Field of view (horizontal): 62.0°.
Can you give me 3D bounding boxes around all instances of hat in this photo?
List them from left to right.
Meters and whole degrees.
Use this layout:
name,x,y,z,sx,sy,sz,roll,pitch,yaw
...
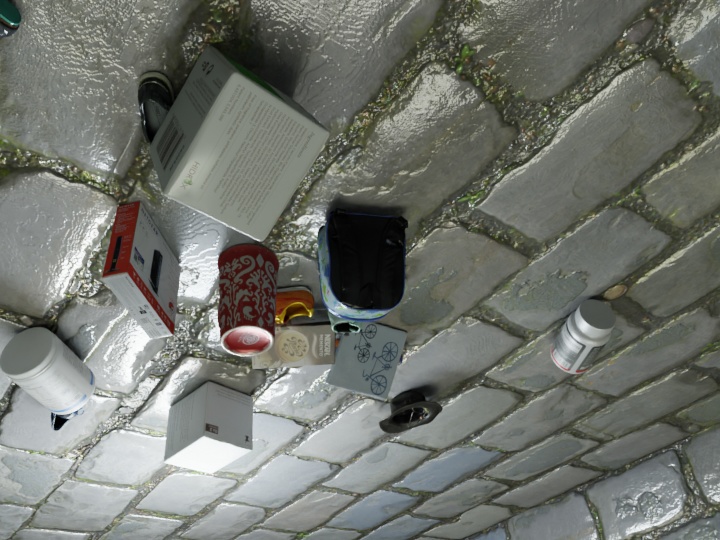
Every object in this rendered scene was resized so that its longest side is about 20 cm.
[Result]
name,x,y,z,sx,sy,sz,roll,pitch,yaw
hat,0.144,0.416,1.819,0.198,0.081,0.201,-11,145,-8

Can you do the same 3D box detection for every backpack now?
name,x,y,z,sx,sy,sz,roll,pitch,yaw
backpack,0.000,0.000,1.209,0.181,0.202,0.147,5,158,-18

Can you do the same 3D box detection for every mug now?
name,x,y,z,sx,sy,sz,roll,pitch,yaw
mug,-0.236,0.078,1.259,0.132,0.201,0.178,1,139,-12

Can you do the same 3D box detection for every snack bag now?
name,x,y,z,sx,sy,sz,roll,pitch,yaw
snack bag,0.015,0.225,1.526,0.199,0.190,0.021,19,178,-29

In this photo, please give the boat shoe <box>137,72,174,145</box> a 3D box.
name,x,y,z,sx,sy,sz,roll,pitch,yaw
boat shoe,-0.322,-0.223,0.994,0.074,0.067,0.200,-3,140,-8

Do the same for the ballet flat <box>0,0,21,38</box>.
name,x,y,z,sx,sy,sz,roll,pitch,yaw
ballet flat,-0.542,-0.379,0.772,0.073,0.074,0.200,-23,140,17

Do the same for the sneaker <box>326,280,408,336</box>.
name,x,y,z,sx,sy,sz,roll,pitch,yaw
sneaker,0.021,0.087,1.378,0.198,0.119,0.074,-16,138,7

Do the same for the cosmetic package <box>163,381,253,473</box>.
name,x,y,z,sx,sy,sz,roll,pitch,yaw
cosmetic package,-0.424,0.445,1.685,0.199,0.166,0.164,-34,134,28

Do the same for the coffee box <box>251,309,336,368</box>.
name,x,y,z,sx,sy,sz,roll,pitch,yaw
coffee box,-0.161,0.163,1.434,0.198,0.080,0.114,-2,113,-10

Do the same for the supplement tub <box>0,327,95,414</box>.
name,x,y,z,sx,sy,sz,roll,pitch,yaw
supplement tub,-0.733,0.240,1.418,0.131,0.133,0.201,-11,139,3

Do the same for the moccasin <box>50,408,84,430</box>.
name,x,y,z,sx,sy,sz,roll,pitch,yaw
moccasin,-0.778,0.369,1.609,0.080,0.069,0.200,17,134,-27

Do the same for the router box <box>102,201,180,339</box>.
name,x,y,z,sx,sy,sz,roll,pitch,yaw
router box,-0.414,0.002,1.155,0.048,0.181,0.201,-11,141,3

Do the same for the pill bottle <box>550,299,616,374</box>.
name,x,y,z,sx,sy,sz,roll,pitch,yaw
pill bottle,0.589,0.175,1.583,0.113,0.115,0.201,-1,139,-9

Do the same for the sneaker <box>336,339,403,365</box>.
name,x,y,z,sx,sy,sz,roll,pitch,yaw
sneaker,0.019,0.237,1.585,0.198,0.079,0.076,7,139,-17

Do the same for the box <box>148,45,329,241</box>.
name,x,y,z,sx,sy,sz,roll,pitch,yaw
box,-0.189,-0.193,0.905,0.171,0.199,0.201,27,104,-35

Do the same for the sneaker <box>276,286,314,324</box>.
name,x,y,z,sx,sy,sz,roll,pitch,yaw
sneaker,-0.205,0.086,1.371,0.198,0.078,0.073,-10,142,4
